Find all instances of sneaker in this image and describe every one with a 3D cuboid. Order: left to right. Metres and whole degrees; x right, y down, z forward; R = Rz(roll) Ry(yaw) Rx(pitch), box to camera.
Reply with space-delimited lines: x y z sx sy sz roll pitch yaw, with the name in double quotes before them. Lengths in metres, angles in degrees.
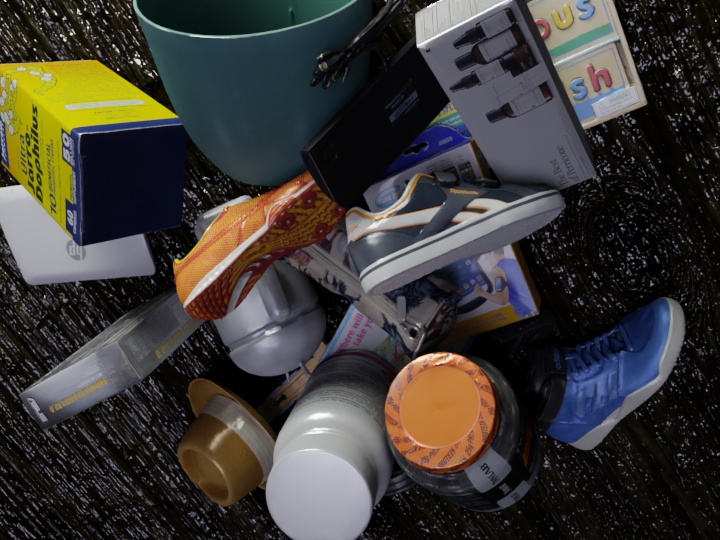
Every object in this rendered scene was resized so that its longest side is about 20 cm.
"sneaker" -0.089 -0.041 0.636 0.199 0.078 0.073 -35 147 7
"sneaker" 0.080 -0.050 0.623 0.079 0.197 0.080 116 132 -67
"sneaker" 0.232 0.096 0.741 0.110 0.077 0.201 21 127 -10

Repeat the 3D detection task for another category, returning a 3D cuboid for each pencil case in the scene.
"pencil case" 0.000 0.000 0.681 0.199 0.089 0.078 35 101 17

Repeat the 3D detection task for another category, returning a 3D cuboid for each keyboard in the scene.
"keyboard" 0.022 -0.155 0.592 0.020 0.200 0.128 27 157 40

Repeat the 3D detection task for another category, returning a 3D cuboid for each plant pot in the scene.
"plant pot" -0.081 -0.177 0.645 0.197 0.202 0.163 7 134 13

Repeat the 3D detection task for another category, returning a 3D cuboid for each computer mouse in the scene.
"computer mouse" 0.113 0.079 0.743 0.034 0.197 0.059 61 159 26

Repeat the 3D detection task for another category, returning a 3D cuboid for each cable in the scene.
"cable" 0.024 0.214 0.799 0.096 0.200 0.051 -18 78 4

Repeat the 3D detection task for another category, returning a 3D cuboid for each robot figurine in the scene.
"robot figurine" -0.108 0.026 0.776 0.112 0.170 0.202 -25 89 -14

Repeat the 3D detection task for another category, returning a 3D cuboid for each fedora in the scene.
"fedora" -0.165 0.224 0.880 0.199 0.082 0.202 31 144 25

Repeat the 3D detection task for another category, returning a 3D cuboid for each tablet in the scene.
"tablet" -0.351 -0.047 0.886 0.197 0.014 0.132 -4 114 19

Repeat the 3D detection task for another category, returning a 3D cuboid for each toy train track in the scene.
"toy train track" -0.064 0.124 0.867 0.115 0.033 0.200 47 112 -1

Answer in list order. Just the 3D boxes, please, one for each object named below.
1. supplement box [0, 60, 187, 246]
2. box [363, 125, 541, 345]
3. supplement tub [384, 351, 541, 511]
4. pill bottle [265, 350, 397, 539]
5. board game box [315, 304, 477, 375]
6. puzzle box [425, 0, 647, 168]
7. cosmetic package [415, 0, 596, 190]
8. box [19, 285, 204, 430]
"supplement box" -0.270 -0.124 0.719 0.199 0.108 0.110 35 126 37
"box" 0.085 -0.034 0.707 0.118 0.042 0.202 -21 103 23
"supplement tub" 0.097 0.151 0.676 0.120 0.125 0.200 -7 155 19
"pill bottle" -0.020 0.165 0.702 0.111 0.200 0.115 2 106 9
"board game box" 0.049 0.066 0.787 0.133 0.034 0.202 30 108 0
"puzzle box" 0.145 -0.177 0.668 0.198 0.025 0.134 -20 107 24
"cosmetic package" 0.126 -0.142 0.606 0.082 0.051 0.200 -19 137 26
"box" -0.256 0.081 0.813 0.157 0.200 0.049 -26 103 25
